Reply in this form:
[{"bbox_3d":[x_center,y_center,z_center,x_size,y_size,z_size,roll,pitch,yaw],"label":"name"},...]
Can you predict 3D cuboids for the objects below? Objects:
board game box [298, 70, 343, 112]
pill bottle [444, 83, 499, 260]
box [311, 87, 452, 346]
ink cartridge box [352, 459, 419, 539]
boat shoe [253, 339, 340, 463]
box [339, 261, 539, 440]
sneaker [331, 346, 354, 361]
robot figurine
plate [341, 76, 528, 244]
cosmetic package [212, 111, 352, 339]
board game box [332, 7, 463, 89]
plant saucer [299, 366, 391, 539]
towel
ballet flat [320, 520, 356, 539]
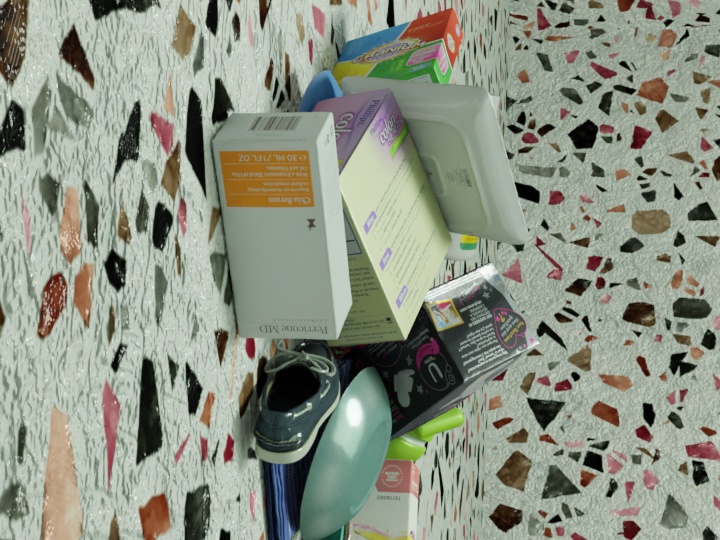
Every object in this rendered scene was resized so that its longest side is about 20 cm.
[{"bbox_3d":[-0.044,-0.118,1.570,0.201,0.038,0.160,57,40,-49],"label":"board game box"},{"bbox_3d":[0.107,-0.122,1.717,0.113,0.111,0.203,-36,138,-76],"label":"pill bottle"},{"bbox_3d":[-0.001,-0.055,1.477,0.201,0.096,0.177,66,33,-30],"label":"box"},{"bbox_3d":[0.005,0.327,1.663,0.068,0.115,0.203,59,33,-71],"label":"ink cartridge box"},{"bbox_3d":[-0.064,0.116,1.419,0.200,0.074,0.063,-57,155,-60],"label":"boat shoe"},{"bbox_3d":[0.087,0.098,1.611,0.116,0.131,0.200,61,-38,10],"label":"box"},{"bbox_3d":[-0.006,0.101,1.714,0.087,0.073,0.202,-76,163,-45],"label":"sneaker"},{"bbox_3d":[0.057,0.164,1.842,0.115,0.175,0.202,27,90,-33],"label":"robot figurine"},{"bbox_3d":[0.075,-0.114,1.537,0.032,0.198,0.201,-46,132,-35],"label":"plate"},{"bbox_3d":[-0.070,-0.040,1.305,0.071,0.100,0.202,-69,156,-60],"label":"cosmetic package"},{"bbox_3d":[0.040,-0.249,1.728,0.201,0.151,0.041,-72,143,-59],"label":"board game box"},{"bbox_3d":[-0.006,0.206,1.527,0.201,0.038,0.203,19,90,-73],"label":"plant saucer"},{"bbox_3d":[-0.050,0.194,1.512,0.200,0.024,0.147,-37,129,-61],"label":"towel"},{"bbox_3d":[-0.033,0.366,1.581,0.067,0.068,0.202,39,51,-30],"label":"ballet flat"}]
